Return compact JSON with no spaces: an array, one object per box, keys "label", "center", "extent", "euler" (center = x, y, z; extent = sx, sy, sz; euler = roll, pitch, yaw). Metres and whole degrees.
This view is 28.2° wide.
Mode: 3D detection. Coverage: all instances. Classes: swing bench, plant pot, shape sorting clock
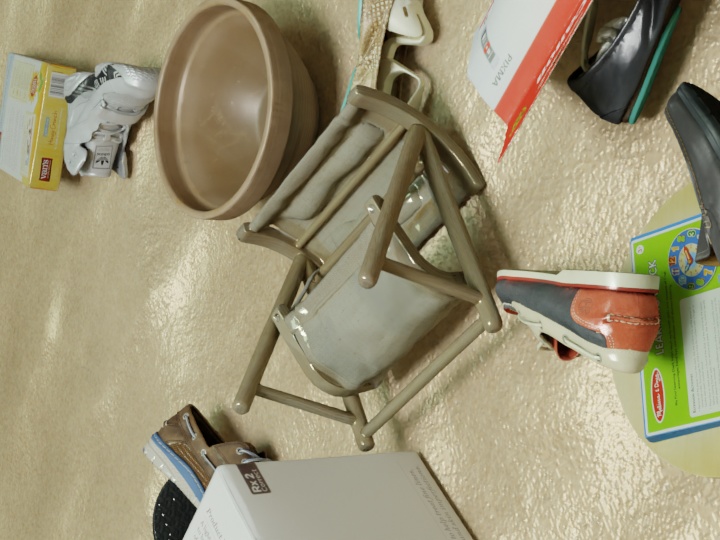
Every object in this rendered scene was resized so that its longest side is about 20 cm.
[{"label":"swing bench","center":[0.000,0.000,1.140],"extent":[0.199,0.129,0.201],"euler":[-46,34,41]},{"label":"plant pot","center":[-0.103,-0.144,1.315],"extent":[0.200,0.092,0.202],"euler":[-4,85,51]},{"label":"shape sorting clock","center":[0.235,0.032,0.912],"extent":[0.199,0.039,0.201],"euler":[-20,63,46]}]

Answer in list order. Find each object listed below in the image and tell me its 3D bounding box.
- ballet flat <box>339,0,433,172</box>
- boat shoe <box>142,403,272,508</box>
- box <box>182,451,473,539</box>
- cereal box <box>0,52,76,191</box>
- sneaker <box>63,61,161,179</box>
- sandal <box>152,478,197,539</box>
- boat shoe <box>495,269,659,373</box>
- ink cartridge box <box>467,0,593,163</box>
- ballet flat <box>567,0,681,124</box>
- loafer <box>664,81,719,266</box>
[{"label":"ballet flat","center":[0.027,-0.177,1.188],"extent":[0.065,0.070,0.201],"euler":[13,102,24]},{"label":"boat shoe","center":[-0.121,0.193,1.327],"extent":[0.200,0.072,0.073],"euler":[35,90,30]},{"label":"box","center":[-0.012,0.256,1.086],"extent":[0.199,0.199,0.131],"euler":[55,130,39]},{"label":"cereal box","center":[-0.390,-0.180,1.705],"extent":[0.200,0.039,0.145],"euler":[26,108,62]},{"label":"sneaker","center":[-0.264,-0.159,1.541],"extent":[0.199,0.075,0.116],"euler":[2,89,57]},{"label":"sandal","center":[-0.160,0.291,1.380],"extent":[0.048,0.075,0.202],"euler":[133,130,-61]},{"label":"boat shoe","center":[0.143,0.031,0.972],"extent":[0.200,0.071,0.063],"euler":[-176,88,-73]},{"label":"ink cartridge box","center":[0.121,-0.183,0.978],"extent":[0.163,0.050,0.200],"euler":[-61,2,30]},{"label":"ballet flat","center":[0.194,-0.192,0.949],"extent":[0.073,0.073,0.201],"euler":[52,129,40]},{"label":"loafer","center":[0.225,-0.027,0.856],"extent":[0.072,0.073,0.201],"euler":[-45,47,32]}]
